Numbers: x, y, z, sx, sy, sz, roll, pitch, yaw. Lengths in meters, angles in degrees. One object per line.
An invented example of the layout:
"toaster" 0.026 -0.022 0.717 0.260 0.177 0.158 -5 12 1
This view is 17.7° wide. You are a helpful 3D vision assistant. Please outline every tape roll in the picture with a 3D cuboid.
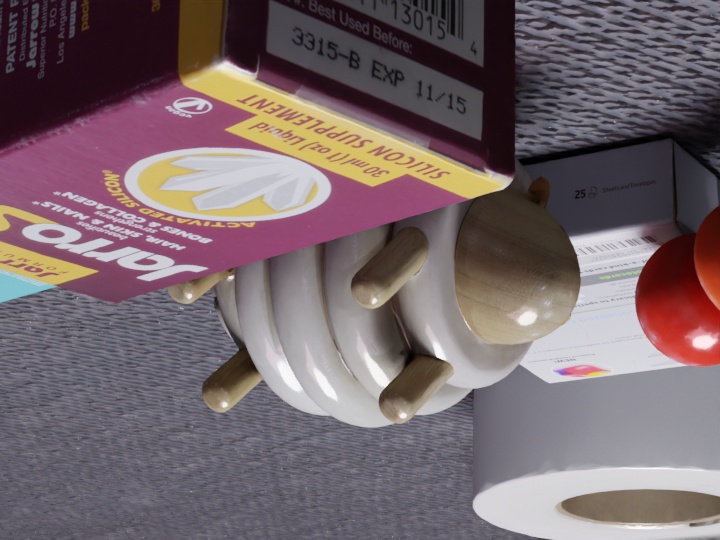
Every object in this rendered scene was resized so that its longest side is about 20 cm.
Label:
"tape roll" 0.162 0.103 1.308 0.200 0.071 0.203 1 162 0

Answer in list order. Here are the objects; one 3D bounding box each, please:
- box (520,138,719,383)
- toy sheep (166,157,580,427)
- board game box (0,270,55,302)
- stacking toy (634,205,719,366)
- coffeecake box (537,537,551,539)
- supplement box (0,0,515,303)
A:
"box" 0.112 0.002 1.056 0.155 0.042 0.200 -9 158 30
"toy sheep" 0.000 0.000 0.922 0.199 0.139 0.138 6 167 34
"board game box" -0.236 -0.018 1.014 0.199 0.047 0.150 -14 156 39
"stacking toy" 0.176 -0.016 0.880 0.085 0.086 0.200 11 151 -25
"coffeecake box" 0.209 0.187 1.431 0.199 0.074 0.154 -9 -161 29
"supplement box" -0.063 -0.069 0.757 0.130 0.104 0.199 18 156 -41
